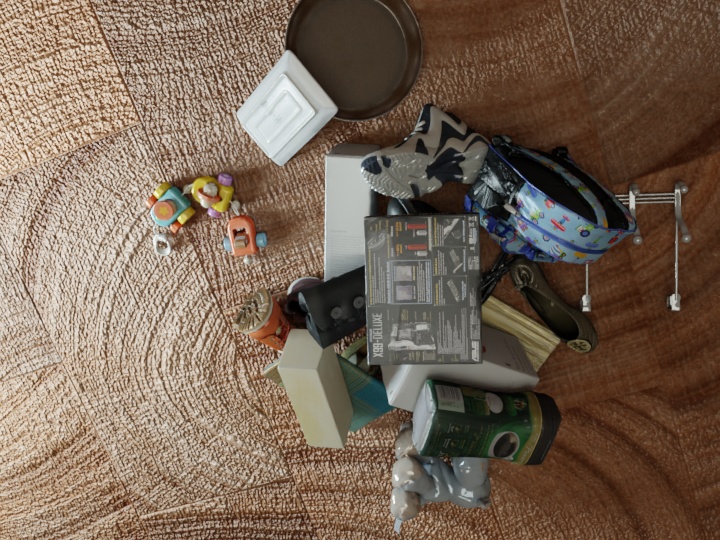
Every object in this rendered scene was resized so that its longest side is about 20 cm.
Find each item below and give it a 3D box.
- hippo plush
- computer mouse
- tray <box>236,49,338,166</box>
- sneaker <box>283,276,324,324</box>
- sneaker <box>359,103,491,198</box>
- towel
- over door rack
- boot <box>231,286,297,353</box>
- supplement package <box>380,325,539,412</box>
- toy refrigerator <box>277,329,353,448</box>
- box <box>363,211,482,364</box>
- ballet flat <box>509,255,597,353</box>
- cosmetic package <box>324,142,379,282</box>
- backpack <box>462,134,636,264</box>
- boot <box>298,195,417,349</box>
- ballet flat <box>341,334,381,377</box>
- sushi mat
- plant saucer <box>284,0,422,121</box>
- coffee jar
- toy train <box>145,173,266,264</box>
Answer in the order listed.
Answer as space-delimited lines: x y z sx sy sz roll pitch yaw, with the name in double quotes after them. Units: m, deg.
0.135 0.352 1.248 0.158 0.159 0.203 4 109 9 "hippo plush"
0.154 -0.049 1.167 0.200 0.046 0.140 44 104 -3 "computer mouse"
-0.115 -0.225 1.106 0.108 0.022 0.199 50 146 -7 "tray"
-0.028 0.055 1.196 0.197 0.116 0.077 -4 105 11 "sneaker"
0.082 -0.177 1.091 0.196 0.130 0.080 -14 133 -9 "sneaker"
-0.044 0.187 1.245 0.199 0.022 0.146 36 133 -20 "towel"
0.403 -0.026 1.127 0.145 0.067 0.203 -1 108 10 "over door rack"
-0.137 0.085 1.198 0.107 0.200 0.076 34 80 -9 "boot"
0.145 0.150 1.159 0.198 0.122 0.121 19 113 -16 "supplement package"
-0.068 0.186 1.181 0.069 0.077 0.202 1 135 15 "toy refrigerator"
0.085 0.025 1.029 0.155 0.050 0.203 -2 95 7 "box"
0.291 0.061 1.160 0.067 0.047 0.200 -24 115 43 "ballet flat"
-0.012 -0.083 1.157 0.070 0.102 0.203 4 110 7 "cosmetic package"
0.263 -0.078 1.039 0.200 0.181 0.136 48 123 38 "backpack"
0.000 0.001 1.094 0.198 0.066 0.167 -23 114 -10 "boot"
0.023 0.137 1.244 0.200 0.071 0.071 -41 98 19 "ballet flat"
0.214 0.095 1.227 0.198 0.012 0.096 30 111 -2 "sushi mat"
-0.010 -0.313 1.088 0.197 0.032 0.204 -1 94 -9 "plant saucer"
0.178 0.216 1.079 0.197 0.086 0.105 9 123 -11 "coffee jar"
-0.256 -0.074 1.224 0.197 0.056 0.153 -2 108 10 "toy train"
